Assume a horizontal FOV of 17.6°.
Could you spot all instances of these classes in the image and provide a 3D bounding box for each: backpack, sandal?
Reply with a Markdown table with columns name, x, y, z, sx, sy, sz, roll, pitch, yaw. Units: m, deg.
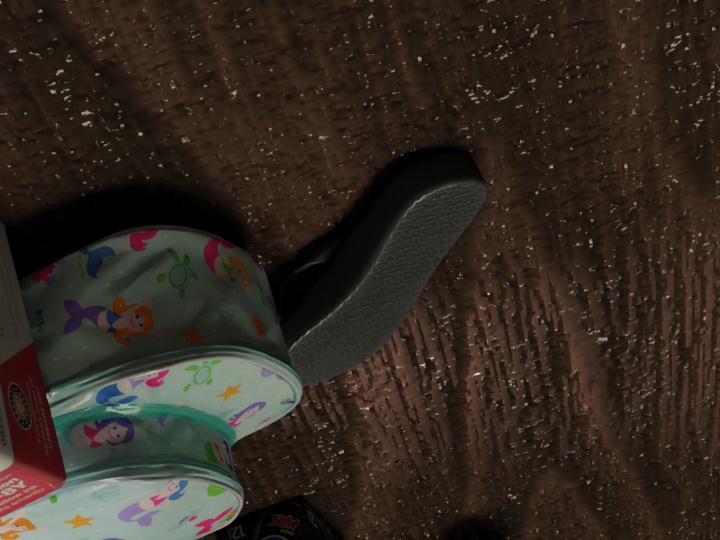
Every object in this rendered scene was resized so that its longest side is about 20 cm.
| name | x | y | z | sx | sy | sz | roll | pitch | yaw |
| --- | --- | --- | --- | --- | --- | --- | --- | --- | --- |
| backpack | -0.132 | 0.065 | 1.177 | 0.199 | 0.151 | 0.177 | -29 | 155 | 14 |
| sandal | 0.001 | 0.000 | 1.251 | 0.076 | 0.043 | 0.200 | -3 | 144 | -44 |

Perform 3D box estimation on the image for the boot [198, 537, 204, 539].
| name | x | y | z | sx | sy | sz | roll | pitch | yaw |
| --- | --- | --- | --- | --- | --- | --- | --- | --- | --- |
| boot | -0.175 | 0.186 | 1.509 | 0.180 | 0.073 | 0.200 | -6 | 161 | -18 |

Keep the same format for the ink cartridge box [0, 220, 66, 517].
| name | x | y | z | sx | sy | sz | roll | pitch | yaw |
| --- | --- | --- | --- | --- | --- | --- | --- | --- | --- |
| ink cartridge box | -0.225 | 0.025 | 1.017 | 0.083 | 0.146 | 0.200 | -24 | 155 | 16 |

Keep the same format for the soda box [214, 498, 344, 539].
| name | x | y | z | sx | sy | sz | roll | pitch | yaw |
| --- | --- | --- | --- | --- | --- | --- | --- | --- | --- |
| soda box | -0.038 | 0.227 | 1.675 | 0.070 | 0.064 | 0.200 | -20 | 156 | 7 |
